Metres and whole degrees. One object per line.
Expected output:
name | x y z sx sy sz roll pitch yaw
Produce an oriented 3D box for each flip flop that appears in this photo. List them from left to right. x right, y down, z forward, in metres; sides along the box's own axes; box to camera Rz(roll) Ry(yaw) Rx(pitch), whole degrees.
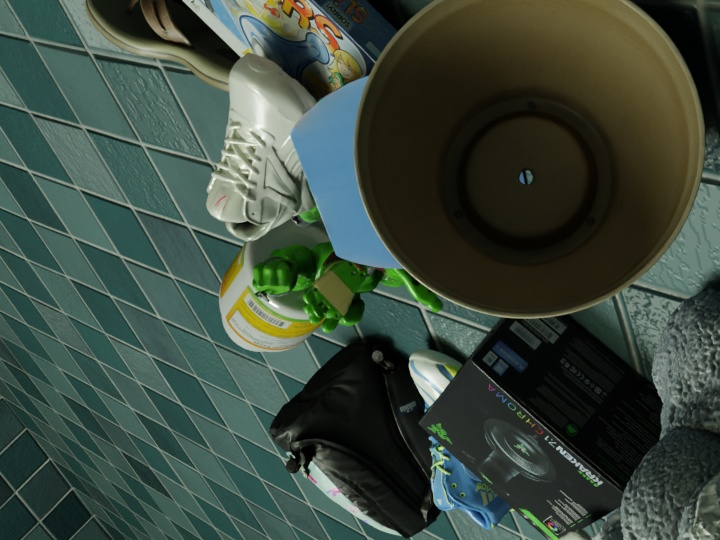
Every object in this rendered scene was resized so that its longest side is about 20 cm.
flip flop | -0.147 -0.208 1.007 0.200 0.081 0.058 30 134 25

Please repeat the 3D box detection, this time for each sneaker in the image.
sneaker | -0.080 -0.083 0.932 0.078 0.099 0.200 35 157 22
sneaker | 0.099 0.176 1.185 0.200 0.105 0.076 49 154 -12

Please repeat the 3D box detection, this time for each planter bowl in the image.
planter bowl | 0.103 -0.068 0.742 0.200 0.200 0.135 39 -179 9

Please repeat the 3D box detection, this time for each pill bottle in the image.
pill bottle | -0.082 0.019 1.207 0.111 0.111 0.200 44 155 0

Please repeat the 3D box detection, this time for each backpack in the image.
backpack | 0.015 0.192 1.303 0.200 0.167 0.127 48 174 -16

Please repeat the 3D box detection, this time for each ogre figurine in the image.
ogre figurine | 0.000 0.000 1.025 0.120 0.199 0.098 -155 45 -71

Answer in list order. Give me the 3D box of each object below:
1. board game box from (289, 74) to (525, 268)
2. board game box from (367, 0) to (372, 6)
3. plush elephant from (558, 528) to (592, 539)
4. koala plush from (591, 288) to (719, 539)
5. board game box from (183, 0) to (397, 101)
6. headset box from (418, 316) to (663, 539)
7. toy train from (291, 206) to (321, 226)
board game box | 0.040 -0.084 0.898 0.157 0.039 0.200 -13 137 8
board game box | -0.032 -0.201 0.904 0.103 0.019 0.200 18 145 40
plush elephant | 0.255 0.257 0.976 0.165 0.200 0.155 28 156 45
koala plush | 0.243 0.136 0.800 0.184 0.200 0.177 43 155 1
board game box | -0.068 -0.203 0.891 0.200 0.034 0.135 44 155 -1
headset box | 0.159 0.136 1.050 0.174 0.093 0.200 41 155 7
toy train | -0.009 -0.075 1.020 0.042 0.056 0.200 48 154 -9
